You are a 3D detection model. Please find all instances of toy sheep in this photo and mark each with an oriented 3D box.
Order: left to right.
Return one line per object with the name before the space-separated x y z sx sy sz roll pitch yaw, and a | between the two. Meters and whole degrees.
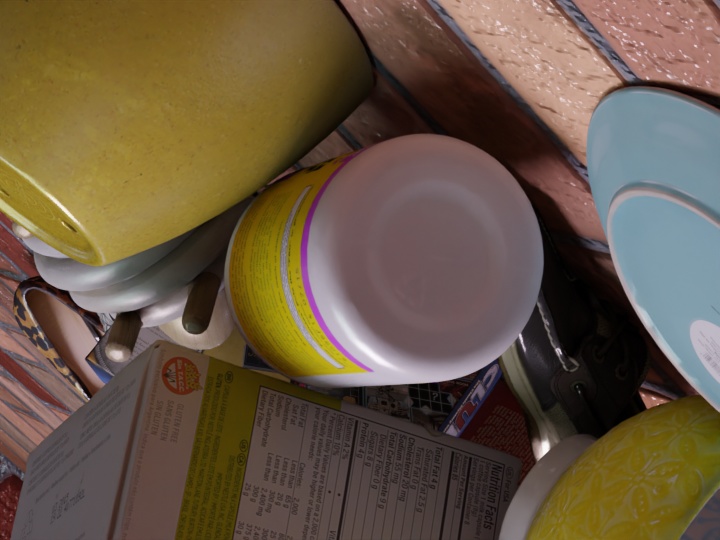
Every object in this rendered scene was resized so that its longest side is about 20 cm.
toy sheep | -0.126 -0.038 1.403 0.138 0.138 0.201 17 143 54

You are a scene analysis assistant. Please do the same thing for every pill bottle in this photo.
pill bottle | 0.000 0.000 1.169 0.104 0.104 0.200 40 165 -13

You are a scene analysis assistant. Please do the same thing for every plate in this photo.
plate | 0.151 0.016 1.017 0.200 0.026 0.201 44 161 20

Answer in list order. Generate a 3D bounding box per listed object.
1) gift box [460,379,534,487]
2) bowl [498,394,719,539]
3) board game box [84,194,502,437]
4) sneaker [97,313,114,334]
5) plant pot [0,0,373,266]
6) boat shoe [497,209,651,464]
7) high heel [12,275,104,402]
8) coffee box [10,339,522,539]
gift box | 0.122 0.202 1.454 0.200 0.185 0.187 30 164 51
bowl | 0.126 0.133 1.183 0.107 0.201 0.200 29 164 32
board game box | -0.036 0.052 1.456 0.199 0.136 0.035 32 166 24
sneaker | -0.152 0.017 1.803 0.088 0.075 0.200 52 163 3
plant pot | -0.115 -0.088 1.185 0.199 0.142 0.200 35 166 10
boat shoe | 0.106 0.043 1.236 0.066 0.072 0.202 -6 132 16
high heel | -0.199 0.086 2.093 0.200 0.071 0.143 41 175 24
coffee box | -0.060 0.180 1.250 0.197 0.201 0.200 18 154 -19
